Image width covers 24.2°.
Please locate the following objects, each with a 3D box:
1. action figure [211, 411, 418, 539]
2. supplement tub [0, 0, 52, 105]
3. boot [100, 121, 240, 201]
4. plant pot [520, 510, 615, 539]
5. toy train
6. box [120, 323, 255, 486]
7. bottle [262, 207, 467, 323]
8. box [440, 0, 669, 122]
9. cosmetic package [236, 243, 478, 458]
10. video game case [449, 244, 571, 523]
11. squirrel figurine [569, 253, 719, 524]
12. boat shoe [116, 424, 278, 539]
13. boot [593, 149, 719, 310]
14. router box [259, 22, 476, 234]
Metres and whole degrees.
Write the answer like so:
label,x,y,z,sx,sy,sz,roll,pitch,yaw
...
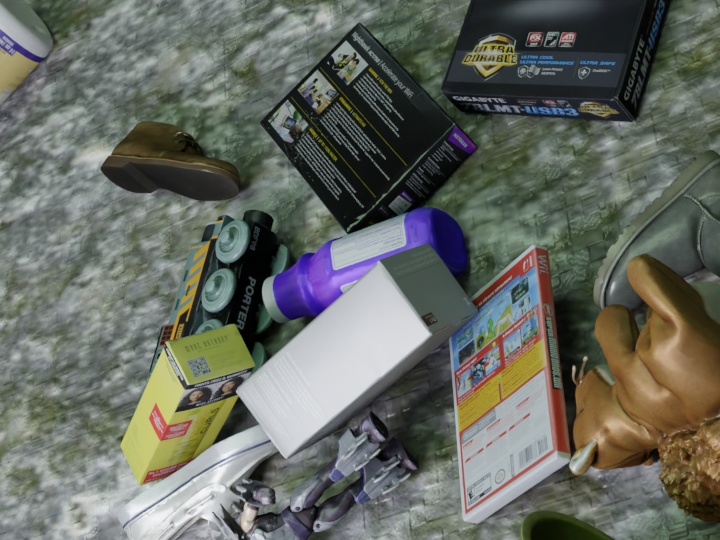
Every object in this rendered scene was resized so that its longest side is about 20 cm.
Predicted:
label,x,y,z,sx,sy,sz,roll,pitch,yaw
action figure,-0.045,0.213,1.486,0.200,0.130,0.069,-43,24,4
supplement tub,-0.486,-0.252,2.034,0.200,0.145,0.146,-46,48,8
boot,-0.196,-0.123,1.807,0.199,0.074,0.076,11,64,42
plant pot,0.147,0.319,1.257,0.191,0.199,0.200,-54,47,17
toy train,-0.142,0.035,1.675,0.113,0.085,0.202,-7,62,44
box,-0.164,0.128,1.568,0.050,0.075,0.200,61,146,22
bottle,0.000,0.000,1.583,0.199,0.083,0.066,-19,67,28
box,0.193,-0.243,1.593,0.199,0.050,0.200,7,72,38
cosmetic package,-0.003,0.071,1.495,0.200,0.107,0.090,-44,78,25
video game case,0.124,0.098,1.439,0.143,0.017,0.202,-44,40,48
squirrel figurine,0.244,0.112,1.293,0.187,0.141,0.201,-50,58,35
boat shoe,-0.140,0.212,1.595,0.199,0.071,0.070,-33,78,14
boot,0.309,0.009,1.369,0.182,0.072,0.200,-51,55,6
router box,0.004,-0.135,1.671,0.149,0.051,0.200,-44,49,7
